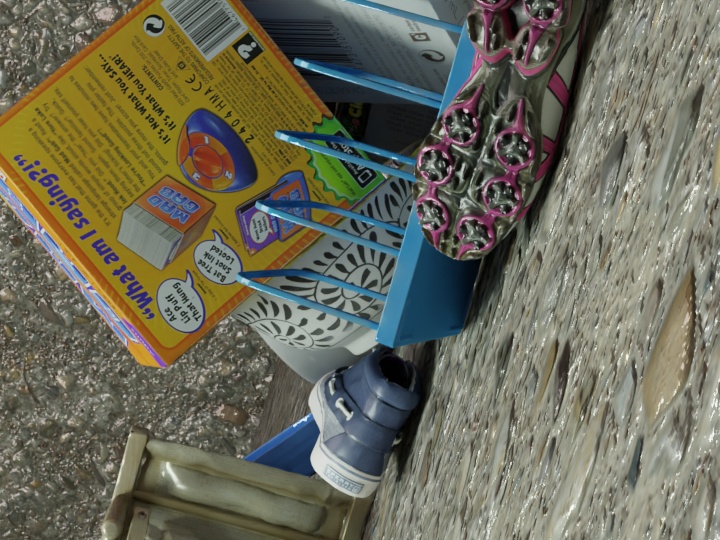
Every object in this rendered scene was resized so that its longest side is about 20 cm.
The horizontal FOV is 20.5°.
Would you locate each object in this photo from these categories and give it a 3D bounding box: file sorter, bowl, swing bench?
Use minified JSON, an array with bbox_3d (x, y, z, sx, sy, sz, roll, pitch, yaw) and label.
[{"bbox_3d":[0.017,-0.069,1.253,0.139,0.122,0.201,-6,-67,-70],"label":"file sorter"},{"bbox_3d":[-0.073,0.168,1.685,0.200,0.039,0.201,-35,-1,-1],"label":"bowl"},{"bbox_3d":[0.000,0.000,1.478,0.201,0.094,0.201,-40,5,4],"label":"bowl"},{"bbox_3d":[-0.101,0.229,1.489,0.200,0.198,0.130,-88,14,-73],"label":"swing bench"}]

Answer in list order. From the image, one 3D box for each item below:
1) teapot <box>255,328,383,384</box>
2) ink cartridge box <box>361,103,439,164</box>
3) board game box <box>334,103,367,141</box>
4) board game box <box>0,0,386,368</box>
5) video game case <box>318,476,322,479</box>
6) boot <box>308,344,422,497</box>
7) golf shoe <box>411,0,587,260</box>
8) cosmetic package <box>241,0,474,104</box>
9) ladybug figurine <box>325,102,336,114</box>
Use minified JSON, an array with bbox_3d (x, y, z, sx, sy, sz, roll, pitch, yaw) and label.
[{"bbox_3d":[-0.026,-0.006,1.725,0.146,0.200,0.197,-37,-25,10],"label":"teapot"},{"bbox_3d":[0.051,-0.164,1.668,0.147,0.083,0.201,144,141,-82],"label":"ink cartridge box"},{"bbox_3d":[-0.010,-0.129,1.646,0.105,0.023,0.200,108,174,-50],"label":"board game box"},{"bbox_3d":[-0.136,-0.070,1.416,0.200,0.200,0.200,-40,6,-10],"label":"board game box"},{"bbox_3d":[-0.048,0.275,1.817,0.200,0.022,0.182,111,172,-54],"label":"video game case"},{"bbox_3d":[0.011,0.094,1.490,0.090,0.073,0.200,-59,10,14],"label":"boot"},{"bbox_3d":[0.091,-0.099,1.138,0.092,0.072,0.200,-30,-38,-58],"label":"golf shoe"},{"bbox_3d":[0.020,-0.245,1.445,0.165,0.165,0.201,49,-130,-57],"label":"cosmetic package"},{"bbox_3d":[-0.060,-0.161,1.589,0.200,0.072,0.136,90,-161,-44],"label":"ladybug figurine"}]
